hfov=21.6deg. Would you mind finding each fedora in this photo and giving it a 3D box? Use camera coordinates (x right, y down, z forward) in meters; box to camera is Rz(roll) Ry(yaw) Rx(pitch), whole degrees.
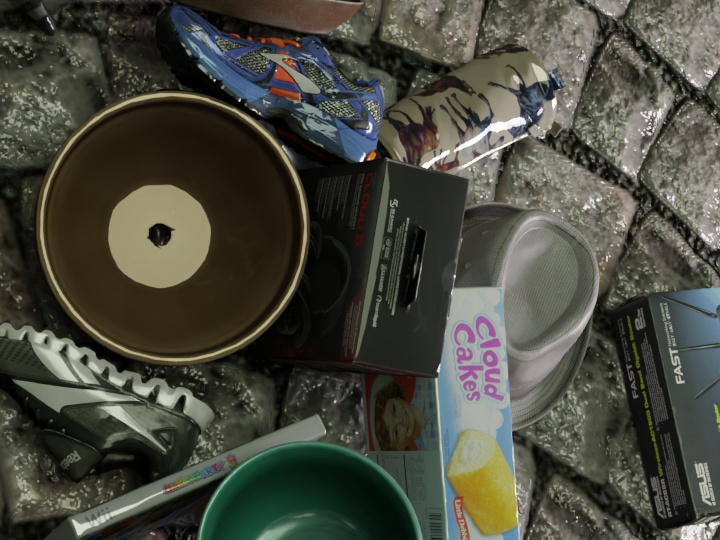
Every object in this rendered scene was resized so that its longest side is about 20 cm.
[{"bbox_3d":[0.127,0.027,1.540,0.177,0.090,0.200,41,60,-9],"label":"fedora"}]

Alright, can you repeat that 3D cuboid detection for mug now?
[{"bbox_3d":[-0.023,0.216,1.288,0.152,0.114,0.185,-39,75,-14],"label":"mug"}]

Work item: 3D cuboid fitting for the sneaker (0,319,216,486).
[{"bbox_3d":[-0.207,0.101,1.349,0.199,0.066,0.091,22,64,-9],"label":"sneaker"}]

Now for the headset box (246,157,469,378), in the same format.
[{"bbox_3d":[0.000,0.000,1.401,0.077,0.200,0.149,12,84,-27],"label":"headset box"}]

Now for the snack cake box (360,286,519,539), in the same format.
[{"bbox_3d":[0.058,0.116,1.442,0.067,0.115,0.201,-2,87,-28],"label":"snack cake box"}]

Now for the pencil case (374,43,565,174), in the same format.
[{"bbox_3d":[0.079,-0.117,1.570,0.200,0.078,0.089,-30,69,-32],"label":"pencil case"}]

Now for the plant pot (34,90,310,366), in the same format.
[{"bbox_3d":[-0.144,-0.028,1.404,0.200,0.093,0.202,1,86,-13],"label":"plant pot"}]

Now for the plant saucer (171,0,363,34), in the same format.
[{"bbox_3d":[-0.098,-0.219,1.468,0.200,0.200,0.035,11,103,-24],"label":"plant saucer"}]

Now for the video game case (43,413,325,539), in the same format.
[{"bbox_3d":[-0.134,0.162,1.331,0.199,0.143,0.018,-21,79,-31],"label":"video game case"}]

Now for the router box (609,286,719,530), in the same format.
[{"bbox_3d":[0.310,0.113,1.622,0.149,0.062,0.201,-5,76,-27],"label":"router box"}]

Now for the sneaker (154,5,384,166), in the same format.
[{"bbox_3d":[-0.065,-0.147,1.410,0.200,0.075,0.079,29,79,-27],"label":"sneaker"}]

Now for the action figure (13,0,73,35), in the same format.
[{"bbox_3d":[-0.301,-0.248,1.408,0.193,0.105,0.200,27,38,-12],"label":"action figure"}]

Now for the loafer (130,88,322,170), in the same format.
[{"bbox_3d":[-0.094,-0.101,1.481,0.200,0.070,0.068,9,70,-24],"label":"loafer"}]
